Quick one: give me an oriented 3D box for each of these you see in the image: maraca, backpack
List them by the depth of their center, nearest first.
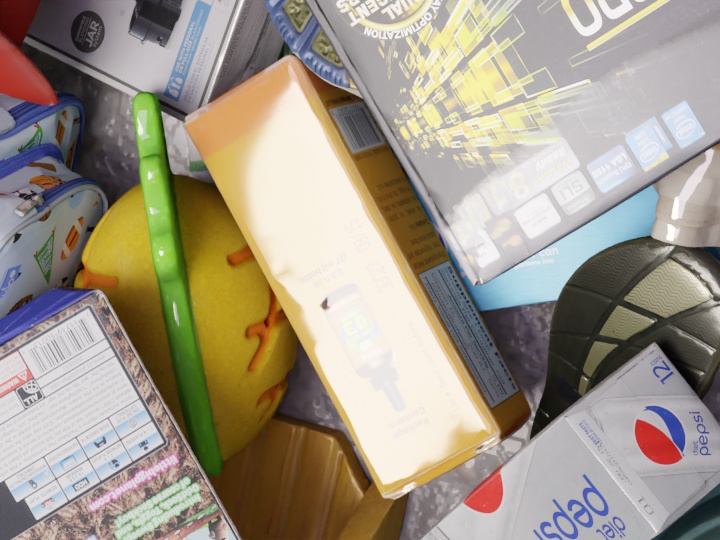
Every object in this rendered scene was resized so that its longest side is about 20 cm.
[{"bbox_3d":[-0.086,0.008,1.357,0.106,0.138,0.201,-12,133,-4],"label":"maraca"},{"bbox_3d":[-0.209,-0.023,1.386,0.154,0.191,0.200,34,124,2],"label":"backpack"}]

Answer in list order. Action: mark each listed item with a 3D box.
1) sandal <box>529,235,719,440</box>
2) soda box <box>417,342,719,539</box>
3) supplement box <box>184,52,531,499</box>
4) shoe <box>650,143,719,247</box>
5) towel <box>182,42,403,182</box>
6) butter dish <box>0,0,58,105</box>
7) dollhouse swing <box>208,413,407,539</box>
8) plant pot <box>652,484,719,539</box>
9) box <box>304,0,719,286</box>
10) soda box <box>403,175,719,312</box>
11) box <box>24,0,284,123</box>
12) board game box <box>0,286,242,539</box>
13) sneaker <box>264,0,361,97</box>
[{"bbox_3d":[0.127,0.044,1.326,0.080,0.057,0.201,44,149,16],"label":"sandal"},{"bbox_3d":[0.095,0.108,1.316,0.068,0.063,0.200,51,151,5],"label":"soda box"},{"bbox_3d":[0.000,0.000,1.324,0.066,0.069,0.201,-29,86,20],"label":"supplement box"},{"bbox_3d":[0.169,-0.026,1.264,0.070,0.200,0.054,9,87,26],"label":"shoe"},{"bbox_3d":[-0.027,-0.146,1.402,0.152,0.023,0.201,-4,96,19],"label":"towel"},{"bbox_3d":[-0.202,-0.185,1.269,0.199,0.199,0.148,30,84,9],"label":"butter dish"},{"bbox_3d":[-0.107,0.164,1.388,0.199,0.176,0.183,15,101,16],"label":"dollhouse swing"},{"bbox_3d":[0.187,0.204,1.290,0.199,0.196,0.202,3,98,17],"label":"plant pot"},{"bbox_3d":[0.090,-0.112,1.147,0.199,0.049,0.162,-31,90,18],"label":"box"},{"bbox_3d":[0.068,-0.018,1.367,0.199,0.064,0.068,-9,94,18],"label":"soda box"},{"bbox_3d":[-0.127,-0.160,1.397,0.199,0.060,0.117,28,107,21],"label":"box"},{"bbox_3d":[-0.143,0.132,1.273,0.159,0.097,0.201,-30,99,-14],"label":"board game box"},{"bbox_3d":[0.025,-0.096,1.307,0.075,0.088,0.200,-39,75,10],"label":"sneaker"}]
